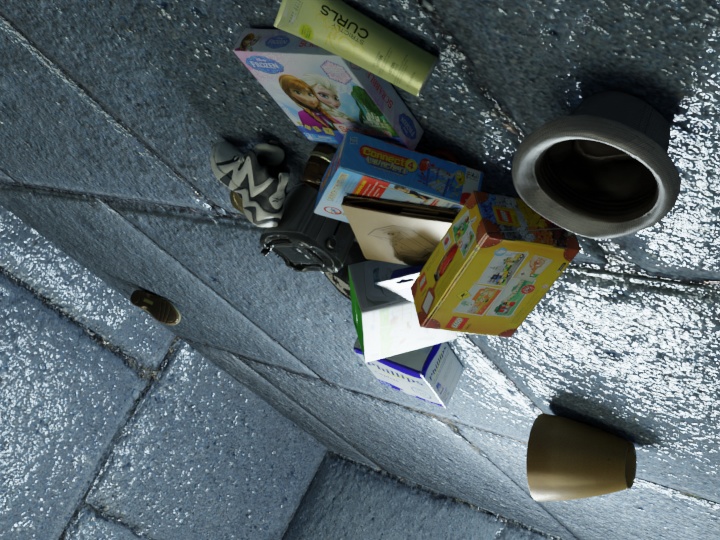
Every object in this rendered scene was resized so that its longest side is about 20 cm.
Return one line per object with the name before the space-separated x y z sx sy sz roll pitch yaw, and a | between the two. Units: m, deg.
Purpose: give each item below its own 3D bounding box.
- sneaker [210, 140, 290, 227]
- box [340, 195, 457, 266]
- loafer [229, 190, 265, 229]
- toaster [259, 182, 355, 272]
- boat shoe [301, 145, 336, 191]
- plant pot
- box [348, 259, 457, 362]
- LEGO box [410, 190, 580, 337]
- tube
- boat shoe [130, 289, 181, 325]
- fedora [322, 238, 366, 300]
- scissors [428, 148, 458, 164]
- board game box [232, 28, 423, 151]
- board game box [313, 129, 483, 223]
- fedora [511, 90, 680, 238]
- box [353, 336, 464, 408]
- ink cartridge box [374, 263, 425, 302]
sneaker | -0.176 -0.182 1.687 0.079 0.130 0.200 0 -137 -35
box | 0.067 -0.049 1.457 0.162 0.022 0.200 9 162 13
loafer | -0.158 -0.106 1.847 0.198 0.077 0.067 25 169 13
toaster | -0.083 -0.074 1.727 0.113 0.130 0.199 39 160 -27
boat shoe | -0.018 -0.110 1.615 0.202 0.075 0.074 38 160 -27
plant pot | 0.475 0.405 2.142 0.198 0.188 0.187 1 150 30
box | 0.077 0.058 1.718 0.174 0.098 0.201 -15 151 -5
LEGO box | 0.178 -0.002 1.370 0.147 0.078 0.201 8 137 -24
tube | -0.007 -0.272 1.189 0.199 0.058 0.052 30 177 3
boat shoe | -0.652 0.120 3.288 0.199 0.072 0.076 30 179 24
fedora | 0.000 0.000 1.826 0.200 0.092 0.201 33 161 13
scissors | 0.075 -0.154 1.451 0.199 0.014 0.073 12 155 43
board game box | -0.042 -0.239 1.351 0.199 0.041 0.200 13 156 40
board game box | 0.048 -0.109 1.422 0.194 0.056 0.200 16 163 -9
fedora | 0.265 -0.126 1.104 0.176 0.091 0.200 28 156 0
box | 0.107 0.194 2.217 0.182 0.106 0.200 18 159 31
ink cartridge box | 0.122 0.029 1.547 0.099 0.040 0.199 -12 152 40
